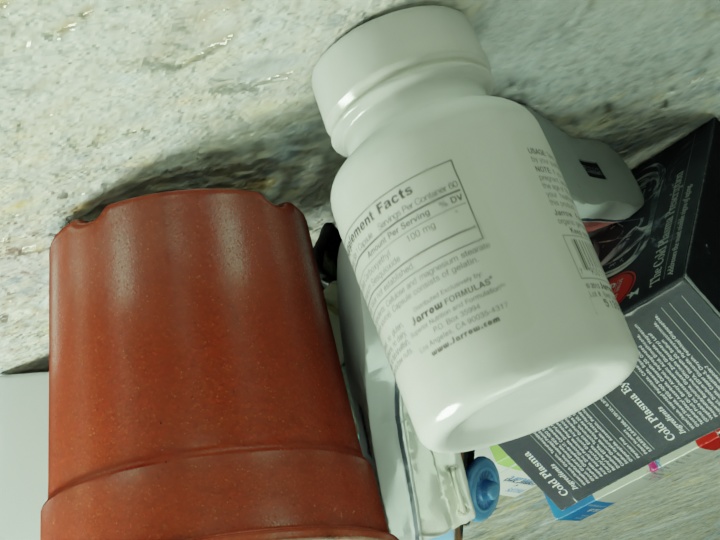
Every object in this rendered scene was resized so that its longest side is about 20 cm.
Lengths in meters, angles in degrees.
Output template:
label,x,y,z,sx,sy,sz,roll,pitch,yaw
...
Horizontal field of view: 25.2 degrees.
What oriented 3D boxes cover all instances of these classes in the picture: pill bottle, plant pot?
label,x,y,z,sx,sy,sz,roll,pitch,yaw
pill bottle,0.048,-0.023,0.796,0.113,0.201,0.114,-18,161,-7
plant pot,-0.088,0.072,0.883,0.199,0.197,0.201,-8,162,-2

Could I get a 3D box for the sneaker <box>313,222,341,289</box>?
label,x,y,z,sx,sy,sz,roll,pitch,yaw
sneaker,0.000,0.000,1.030,0.082,0.071,0.200,9,151,-21

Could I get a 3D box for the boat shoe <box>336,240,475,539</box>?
label,x,y,z,sx,sy,sz,roll,pitch,yaw
boat shoe,0.032,0.065,0.900,0.069,0.071,0.202,-14,116,-9

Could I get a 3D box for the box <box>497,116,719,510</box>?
label,x,y,z,sx,sy,sz,roll,pitch,yaw
box,0.183,0.027,1.061,0.182,0.104,0.200,-36,-163,33

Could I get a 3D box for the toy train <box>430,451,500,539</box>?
label,x,y,z,sx,sy,sz,roll,pitch,yaw
toy train,0.044,0.096,1.130,0.086,0.202,0.114,2,175,37

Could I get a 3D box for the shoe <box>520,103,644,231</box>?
label,x,y,z,sx,sy,sz,roll,pitch,yaw
shoe,0.099,-0.041,0.991,0.091,0.072,0.200,-36,161,23

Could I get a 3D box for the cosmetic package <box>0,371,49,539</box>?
label,x,y,z,sx,sy,sz,roll,pitch,yaw
cosmetic package,-0.119,0.141,1.100,0.198,0.124,0.200,-4,165,13

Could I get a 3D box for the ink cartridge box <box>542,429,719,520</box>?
label,x,y,z,sx,sy,sz,roll,pitch,yaw
ink cartridge box,0.236,0.118,1.372,0.199,0.117,0.067,-30,159,18

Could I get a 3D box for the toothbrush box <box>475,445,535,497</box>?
label,x,y,z,sx,sy,sz,roll,pitch,yaw
toothbrush box,0.166,0.098,1.288,0.199,0.087,0.145,-32,158,17

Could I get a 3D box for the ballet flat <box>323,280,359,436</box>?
label,x,y,z,sx,sy,sz,roll,pitch,yaw
ballet flat,0.017,0.017,0.943,0.071,0.069,0.200,29,128,-7
